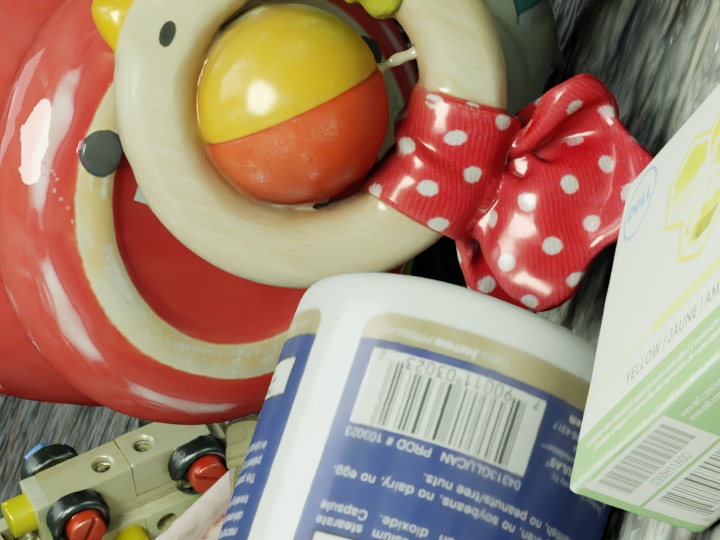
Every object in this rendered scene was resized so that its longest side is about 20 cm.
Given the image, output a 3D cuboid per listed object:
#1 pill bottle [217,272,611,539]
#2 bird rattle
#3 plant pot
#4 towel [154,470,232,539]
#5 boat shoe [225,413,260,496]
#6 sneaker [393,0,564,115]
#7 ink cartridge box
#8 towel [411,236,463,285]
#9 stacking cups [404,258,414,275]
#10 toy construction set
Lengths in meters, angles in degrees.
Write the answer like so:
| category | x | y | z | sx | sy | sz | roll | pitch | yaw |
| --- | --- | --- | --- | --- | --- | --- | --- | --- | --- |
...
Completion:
| category | x | y | z | sx | sy | sz | roll | pitch | yaw |
| --- | --- | --- | --- | --- | --- | --- | --- | --- | --- |
| pill bottle | 0.005 | 0.111 | 0.862 | 0.111 | 0.111 | 0.201 | 145 | 146 | -72 |
| bird rattle | 0.001 | -0.061 | 0.956 | 0.113 | 0.163 | 0.200 | -115 | 3 | -64 |
| plant pot | -0.090 | -0.041 | 1.059 | 0.182 | 0.200 | 0.201 | 21 | 89 | 53 |
| towel | -0.084 | 0.150 | 1.264 | 0.191 | 0.032 | 0.200 | -42 | -9 | -39 |
| boat shoe | 0.003 | 0.080 | 1.081 | 0.200 | 0.071 | 0.065 | 155 | 116 | -69 |
| sneaker | 0.041 | -0.121 | 1.156 | 0.070 | 0.093 | 0.200 | -9 | 67 | 27 |
| ink cartridge box | 0.119 | -0.046 | 0.776 | 0.146 | 0.048 | 0.201 | 127 | 159 | -58 |
| towel | 0.000 | 0.000 | 1.287 | 0.200 | 0.048 | 0.112 | 128 | 161 | -59 |
| stacking cups | 0.003 | -0.043 | 1.174 | 0.061 | 0.060 | 0.201 | 128 | 158 | -57 |
| toy construction set | -0.113 | 0.125 | 1.374 | 0.200 | 0.092 | 0.131 | -35 | -38 | -26 |
